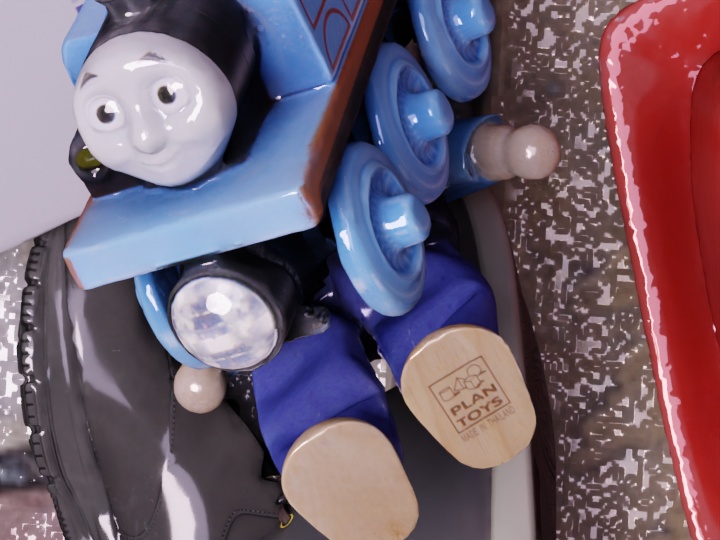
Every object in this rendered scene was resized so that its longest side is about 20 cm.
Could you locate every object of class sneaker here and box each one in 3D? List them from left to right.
[{"bbox_3d":[-0.057,0.067,0.873,0.090,0.076,0.201,-10,96,-3],"label":"sneaker"},{"bbox_3d":[0.002,0.064,0.823,0.106,0.075,0.201,-7,57,9],"label":"sneaker"}]

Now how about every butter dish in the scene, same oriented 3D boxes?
[{"bbox_3d":[0.177,-0.003,0.794,0.199,0.148,0.201,-11,90,7],"label":"butter dish"}]

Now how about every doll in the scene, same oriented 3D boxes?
[{"bbox_3d":[0.000,0.000,0.804,0.136,0.200,0.048,-37,118,6],"label":"doll"}]

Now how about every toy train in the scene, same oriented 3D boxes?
[{"bbox_3d":[-0.026,-0.060,0.749,0.086,0.200,0.114,-16,119,24],"label":"toy train"}]

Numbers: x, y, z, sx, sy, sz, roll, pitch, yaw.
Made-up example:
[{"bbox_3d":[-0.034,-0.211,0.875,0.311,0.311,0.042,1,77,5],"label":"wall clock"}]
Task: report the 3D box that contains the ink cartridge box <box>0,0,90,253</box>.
[{"bbox_3d":[-0.160,-0.078,0.784,0.200,0.041,0.200,-25,125,-1],"label":"ink cartridge box"}]
